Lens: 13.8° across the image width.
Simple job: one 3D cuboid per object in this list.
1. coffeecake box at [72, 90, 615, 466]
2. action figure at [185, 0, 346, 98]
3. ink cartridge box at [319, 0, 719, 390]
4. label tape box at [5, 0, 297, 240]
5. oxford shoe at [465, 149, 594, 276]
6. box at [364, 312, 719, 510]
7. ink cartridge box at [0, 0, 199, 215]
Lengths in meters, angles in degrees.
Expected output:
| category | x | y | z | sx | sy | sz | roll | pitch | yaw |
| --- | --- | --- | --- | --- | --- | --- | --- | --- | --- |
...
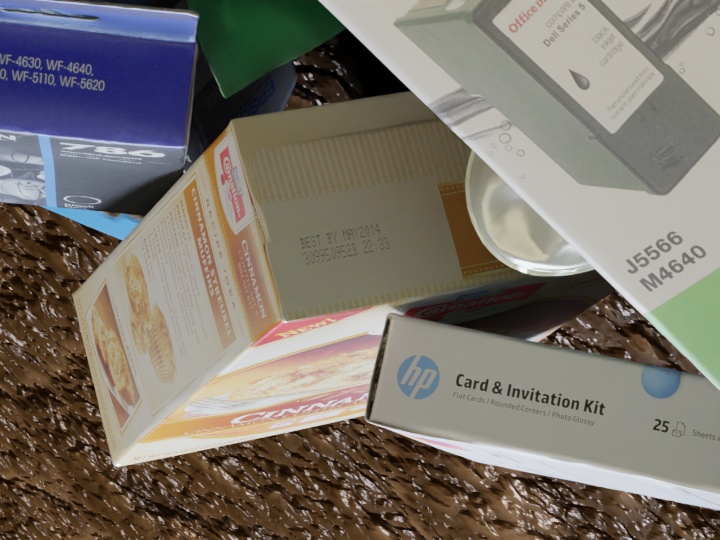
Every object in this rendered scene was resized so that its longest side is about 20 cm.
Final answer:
| category | x | y | z | sx | sy | sz | roll | pitch | yaw |
| --- | --- | --- | --- | --- | --- | --- | --- | --- | --- |
| coffeecake box | 0.000 | 0.000 | 1.069 | 0.200 | 0.153 | 0.073 | 139 | 118 | -63 |
| action figure | -0.044 | -0.172 | 0.959 | 0.055 | 0.118 | 0.201 | 18 | 138 | 59 |
| ink cartridge box | 0.088 | -0.081 | 0.729 | 0.200 | 0.084 | 0.145 | 42 | 127 | -17 |
| label tape box | -0.104 | -0.100 | 1.164 | 0.144 | 0.063 | 0.200 | 22 | 148 | 31 |
| oxford shoe | 0.101 | -0.053 | 0.841 | 0.200 | 0.058 | 0.075 | -31 | 104 | 36 |
| box | 0.118 | 0.060 | 1.005 | 0.199 | 0.041 | 0.156 | 10 | 175 | 18 |
| ink cartridge box | -0.107 | -0.054 | 1.020 | 0.099 | 0.039 | 0.200 | 6 | 170 | -3 |
